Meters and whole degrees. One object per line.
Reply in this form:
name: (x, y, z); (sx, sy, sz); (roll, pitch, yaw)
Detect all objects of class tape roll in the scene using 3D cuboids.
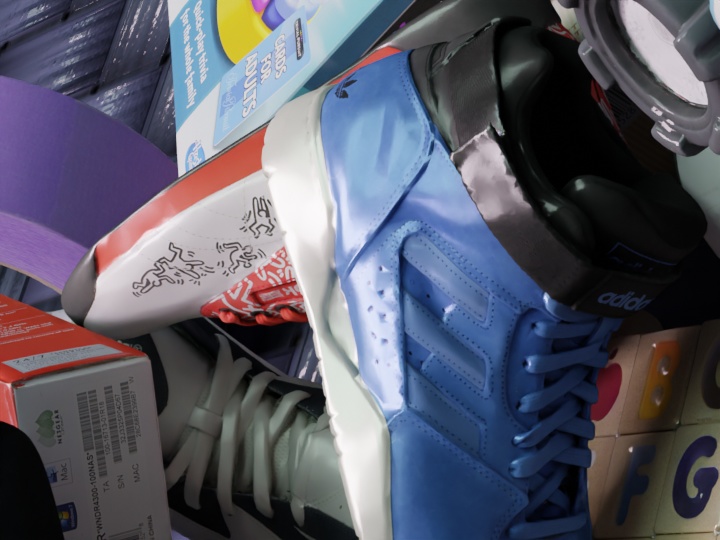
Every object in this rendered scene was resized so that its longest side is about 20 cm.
tape roll: (-0.160, 0.005, 1.090); (0.200, 0.200, 0.066); (-31, 39, 40)

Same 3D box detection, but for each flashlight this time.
flashlight: (0.143, -0.114, 0.712); (0.200, 0.068, 0.068); (-42, 10, -15)

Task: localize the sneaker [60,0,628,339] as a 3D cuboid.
sneaker: (0.000, 0.000, 0.871); (0.201, 0.108, 0.067); (-33, -5, 23)

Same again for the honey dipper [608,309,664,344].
honey dipper: (0.124, 0.042, 0.796); (0.038, 0.038, 0.200); (-59, 25, 0)

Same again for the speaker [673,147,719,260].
speaker: (0.184, -0.060, 0.745); (0.200, 0.081, 0.081); (-28, 42, 42)

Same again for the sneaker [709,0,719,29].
sneaker: (0.181, -0.035, 0.625); (0.081, 0.199, 0.077); (-102, 22, -46)

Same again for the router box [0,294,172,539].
router box: (-0.118, 0.113, 0.920); (0.179, 0.049, 0.201); (15, 114, 60)

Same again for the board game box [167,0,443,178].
board game box: (0.009, -0.122, 0.950); (0.200, 0.047, 0.151); (-45, 32, 28)

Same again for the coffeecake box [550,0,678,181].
coffeecake box: (0.045, -0.078, 0.981); (0.154, 0.073, 0.200); (-47, 32, 24)

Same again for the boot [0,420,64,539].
boot: (-0.057, 0.144, 0.798); (0.076, 0.168, 0.201); (-167, 83, -80)

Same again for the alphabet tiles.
alphabet tiles: (0.071, 0.111, 0.800); (0.166, 0.006, 0.200); (-14, 58, 63)

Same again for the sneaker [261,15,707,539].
sneaker: (0.051, 0.026, 0.773); (0.111, 0.077, 0.200); (-23, 77, 31)

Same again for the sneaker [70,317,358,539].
sneaker: (-0.048, 0.058, 0.936); (0.199, 0.129, 0.080); (15, 78, 63)
